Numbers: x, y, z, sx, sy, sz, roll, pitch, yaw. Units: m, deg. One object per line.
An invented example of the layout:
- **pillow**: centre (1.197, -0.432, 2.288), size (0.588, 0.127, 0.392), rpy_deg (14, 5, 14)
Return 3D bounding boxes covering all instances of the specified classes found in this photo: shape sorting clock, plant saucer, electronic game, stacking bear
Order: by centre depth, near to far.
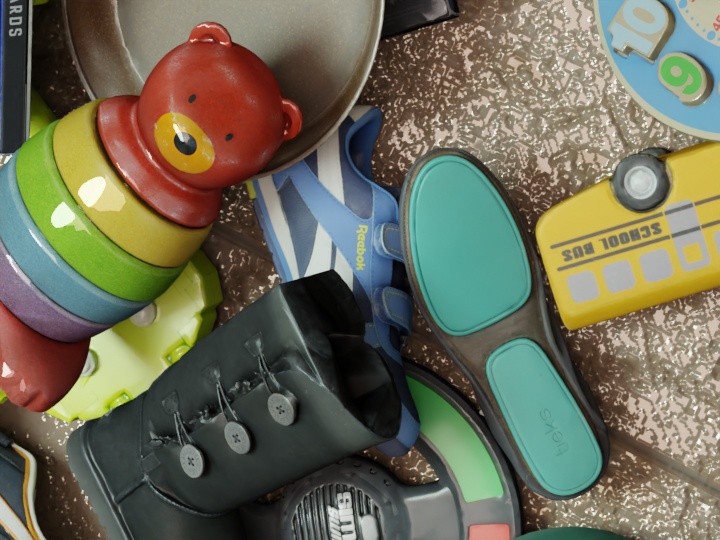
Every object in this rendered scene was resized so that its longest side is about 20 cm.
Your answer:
- **shape sorting clock**: centre (0.203, -0.161, 1.283), size (0.200, 0.039, 0.201), rpy_deg (-15, 66, 36)
- **stacking bear**: centre (-0.120, -0.041, 1.303), size (0.200, 0.114, 0.122), rpy_deg (-39, 93, 24)
- **plant saucer**: centre (-0.068, -0.147, 1.338), size (0.200, 0.032, 0.201), rpy_deg (4, 99, 28)
- **electronic game**: centre (-0.008, 0.141, 1.400), size (0.199, 0.042, 0.201), rpy_deg (1, 95, 14)

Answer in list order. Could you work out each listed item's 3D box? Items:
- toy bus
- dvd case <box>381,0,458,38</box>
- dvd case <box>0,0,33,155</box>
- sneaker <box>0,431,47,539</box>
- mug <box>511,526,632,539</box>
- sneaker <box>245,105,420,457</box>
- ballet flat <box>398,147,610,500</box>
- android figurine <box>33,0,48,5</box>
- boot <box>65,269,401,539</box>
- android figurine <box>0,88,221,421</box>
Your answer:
- **toy bus**: centre (0.192, -0.036, 1.320), size (0.199, 0.065, 0.079), rpy_deg (-17, 92, 15)
- **dvd case**: centre (-0.045, -0.213, 1.375), size (0.150, 0.025, 0.201), rpy_deg (-15, 91, 15)
- **dvd case**: centre (-0.211, -0.180, 1.355), size (0.025, 0.150, 0.201), rpy_deg (-8, 116, -28)
- **sneaker**: centre (-0.235, 0.118, 1.442), size (0.200, 0.079, 0.079), rpy_deg (54, 141, 26)
- **mug**: centre (0.099, 0.232, 1.327), size (0.185, 0.114, 0.152), rpy_deg (-42, 99, 9)
- **sneaker**: centre (0.000, 0.000, 1.353), size (0.082, 0.074, 0.201), rpy_deg (-21, 75, 4)
- **ballet flat**: centre (0.073, 0.028, 1.352), size (0.073, 0.073, 0.201), rpy_deg (-23, 97, 15)
- **android figurine**: centre (-0.155, -0.231, 1.342), size (0.200, 0.041, 0.183), rpy_deg (37, 109, 50)
- **boot**: centre (-0.046, 0.109, 1.321), size (0.200, 0.066, 0.165), rpy_deg (-34, 93, 37)
- **android figurine**: centre (-0.161, 0.000, 1.418), size (0.182, 0.041, 0.200), rpy_deg (-38, 84, 14)
